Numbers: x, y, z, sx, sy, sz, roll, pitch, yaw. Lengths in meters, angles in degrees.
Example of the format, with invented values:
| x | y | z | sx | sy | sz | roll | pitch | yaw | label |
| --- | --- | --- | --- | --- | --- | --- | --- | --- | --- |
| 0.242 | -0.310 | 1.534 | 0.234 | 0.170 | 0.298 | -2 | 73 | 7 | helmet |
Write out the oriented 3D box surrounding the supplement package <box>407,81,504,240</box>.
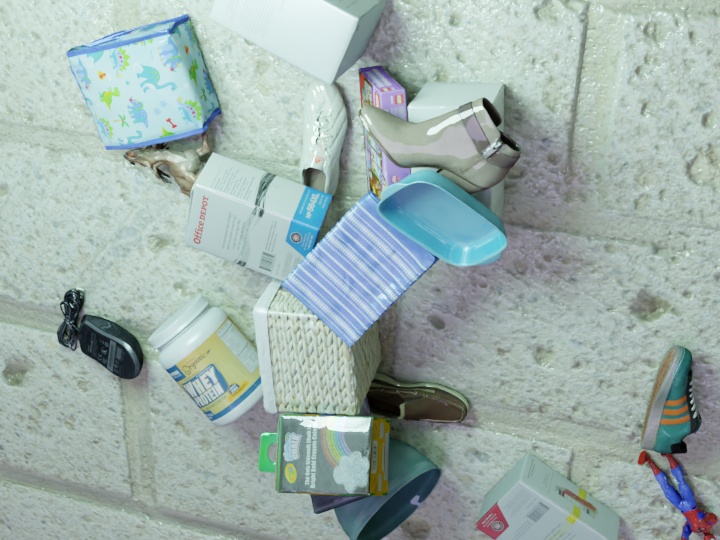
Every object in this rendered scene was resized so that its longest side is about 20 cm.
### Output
| x | y | z | sx | sy | sz | roll | pitch | yaw | label |
| --- | --- | --- | --- | --- | --- | --- | --- | --- | --- |
| 0.144 | -0.161 | 1.486 | 0.121 | 0.120 | 0.201 | 5 | 118 | 16 | supplement package |

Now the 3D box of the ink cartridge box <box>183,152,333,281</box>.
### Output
| x | y | z | sx | sy | sz | roll | pitch | yaw | label |
| --- | --- | --- | --- | --- | --- | --- | --- | --- | --- |
| -0.159 | -0.077 | 1.573 | 0.199 | 0.085 | 0.146 | 21 | 139 | -1 | ink cartridge box |

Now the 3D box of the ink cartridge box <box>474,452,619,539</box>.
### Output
| x | y | z | sx | sy | sz | roll | pitch | yaw | label |
| --- | --- | --- | --- | --- | --- | --- | --- | --- | --- |
| 0.323 | 0.432 | 1.757 | 0.200 | 0.083 | 0.145 | 35 | 123 | 0 | ink cartridge box |

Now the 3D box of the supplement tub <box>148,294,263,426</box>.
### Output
| x | y | z | sx | sy | sz | roll | pitch | yaw | label |
| --- | --- | --- | --- | --- | --- | --- | --- | --- | --- |
| -0.259 | 0.156 | 1.785 | 0.144 | 0.145 | 0.200 | -34 | 102 | 31 | supplement tub |

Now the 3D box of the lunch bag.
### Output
| x | y | z | sx | sy | sz | roll | pitch | yaw | label |
| --- | --- | --- | --- | --- | --- | --- | --- | --- | --- |
| -0.340 | -0.287 | 1.592 | 0.199 | 0.128 | 0.171 | -12 | 113 | 14 | lunch bag |

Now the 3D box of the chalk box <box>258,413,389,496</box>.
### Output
| x | y | z | sx | sy | sz | roll | pitch | yaw | label |
| --- | --- | --- | --- | --- | --- | --- | --- | --- | --- |
| -0.063 | 0.293 | 1.627 | 0.199 | 0.124 | 0.125 | 0 | 79 | 16 | chalk box |

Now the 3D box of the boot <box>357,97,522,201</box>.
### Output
| x | y | z | sx | sy | sz | roll | pitch | yaw | label |
| --- | --- | --- | --- | --- | --- | --- | --- | --- | --- |
| 0.113 | -0.184 | 1.370 | 0.200 | 0.070 | 0.146 | 42 | 126 | -19 | boot |

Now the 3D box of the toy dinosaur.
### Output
| x | y | z | sx | sy | sz | roll | pitch | yaw | label |
| --- | --- | --- | --- | --- | --- | --- | --- | --- | --- |
| -0.277 | -0.151 | 1.671 | 0.135 | 0.086 | 0.200 | -17 | 122 | 34 | toy dinosaur |

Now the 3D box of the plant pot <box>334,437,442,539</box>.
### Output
| x | y | z | sx | sy | sz | roll | pitch | yaw | label |
| --- | --- | --- | --- | --- | --- | --- | --- | --- | --- |
| 0.024 | 0.368 | 1.785 | 0.134 | 0.200 | 0.201 | 45 | 126 | 25 | plant pot |

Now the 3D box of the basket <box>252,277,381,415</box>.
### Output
| x | y | z | sx | sy | sz | roll | pitch | yaw | label |
| --- | --- | --- | --- | --- | --- | --- | --- | --- | --- |
| -0.065 | 0.104 | 1.661 | 0.160 | 0.198 | 0.201 | 2 | 117 | 14 | basket |

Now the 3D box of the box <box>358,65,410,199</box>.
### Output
| x | y | z | sx | sy | sz | roll | pitch | yaw | label |
| --- | --- | --- | --- | --- | --- | --- | --- | --- | --- |
| 0.036 | -0.186 | 1.504 | 0.039 | 0.137 | 0.201 | -10 | 117 | -10 | box |

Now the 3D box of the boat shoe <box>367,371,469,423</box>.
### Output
| x | y | z | sx | sy | sz | roll | pitch | yaw | label |
| --- | --- | --- | --- | --- | --- | --- | --- | --- | --- |
| 0.082 | 0.233 | 1.744 | 0.201 | 0.075 | 0.075 | 9 | 119 | 15 | boat shoe |

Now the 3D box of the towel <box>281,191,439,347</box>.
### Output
| x | y | z | sx | sy | sz | roll | pitch | yaw | label |
| --- | --- | --- | --- | --- | --- | --- | --- | --- | --- |
| 0.000 | 0.000 | 1.492 | 0.145 | 0.024 | 0.200 | 42 | 105 | -6 | towel |

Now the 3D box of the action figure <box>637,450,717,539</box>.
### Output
| x | y | z | sx | sy | sz | roll | pitch | yaw | label |
| --- | --- | --- | --- | --- | --- | --- | --- | --- | --- |
| 0.523 | 0.390 | 1.658 | 0.065 | 0.099 | 0.200 | -29 | 107 | 31 | action figure |

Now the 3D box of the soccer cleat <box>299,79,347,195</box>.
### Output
| x | y | z | sx | sy | sz | roll | pitch | yaw | label |
| --- | --- | --- | --- | --- | --- | --- | --- | --- | --- |
| -0.060 | -0.193 | 1.569 | 0.069 | 0.078 | 0.201 | 10 | 119 | 15 | soccer cleat |

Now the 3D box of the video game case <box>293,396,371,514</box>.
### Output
| x | y | z | sx | sy | sz | roll | pitch | yaw | label |
| --- | --- | --- | --- | --- | --- | --- | --- | --- | --- |
| -0.038 | 0.292 | 1.723 | 0.142 | 0.019 | 0.201 | -25 | 64 | 24 | video game case |

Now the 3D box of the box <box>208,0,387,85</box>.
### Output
| x | y | z | sx | sy | sz | roll | pitch | yaw | label |
| --- | --- | --- | --- | --- | --- | --- | --- | --- | --- |
| -0.085 | -0.372 | 1.439 | 0.199 | 0.152 | 0.107 | 30 | 122 | 3 | box |

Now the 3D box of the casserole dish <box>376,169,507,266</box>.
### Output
| x | y | z | sx | sy | sz | roll | pitch | yaw | label |
| --- | --- | --- | --- | --- | --- | --- | --- | --- | --- |
| 0.116 | -0.075 | 1.412 | 0.200 | 0.039 | 0.121 | 32 | 142 | -25 | casserole dish |

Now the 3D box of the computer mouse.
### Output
| x | y | z | sx | sy | sz | roll | pitch | yaw | label |
| --- | --- | --- | --- | --- | --- | --- | --- | --- | --- |
| -0.474 | 0.125 | 1.907 | 0.200 | 0.053 | 0.139 | 33 | 126 | 16 | computer mouse |

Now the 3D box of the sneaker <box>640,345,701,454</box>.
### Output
| x | y | z | sx | sy | sz | roll | pitch | yaw | label |
| --- | --- | --- | --- | --- | --- | --- | --- | --- | --- |
| 0.495 | 0.203 | 1.587 | 0.079 | 0.071 | 0.201 | 11 | 125 | 9 | sneaker |
